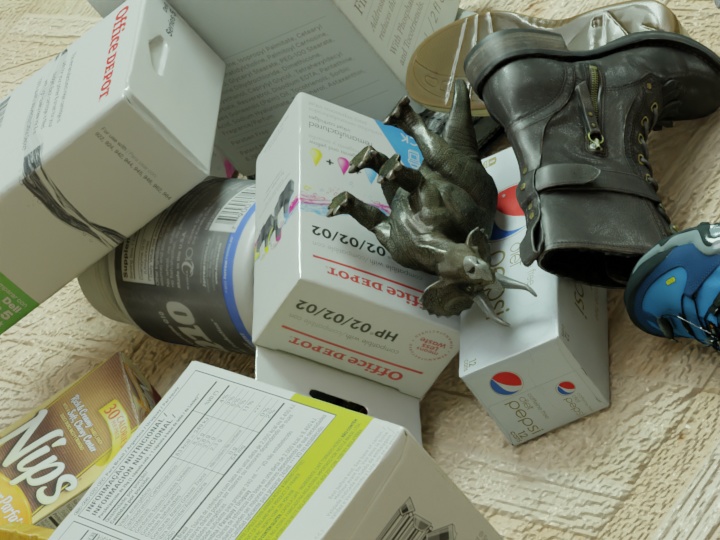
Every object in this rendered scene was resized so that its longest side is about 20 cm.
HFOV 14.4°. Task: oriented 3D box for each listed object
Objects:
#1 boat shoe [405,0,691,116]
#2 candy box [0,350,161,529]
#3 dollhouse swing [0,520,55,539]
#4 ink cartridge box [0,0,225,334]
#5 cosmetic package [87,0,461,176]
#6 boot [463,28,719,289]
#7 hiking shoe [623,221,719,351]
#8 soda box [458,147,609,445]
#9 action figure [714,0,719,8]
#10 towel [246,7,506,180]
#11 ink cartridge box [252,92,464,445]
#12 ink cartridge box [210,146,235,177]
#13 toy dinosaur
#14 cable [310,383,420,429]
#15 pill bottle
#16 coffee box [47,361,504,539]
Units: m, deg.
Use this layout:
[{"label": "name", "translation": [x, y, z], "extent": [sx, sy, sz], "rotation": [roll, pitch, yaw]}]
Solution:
[{"label": "boat shoe", "translation": [0.123, -0.126, 1.833], "extent": [0.199, 0.064, 0.072], "rotation": [-3, 67, 33]}, {"label": "candy box", "translation": [-0.212, 0.151, 1.837], "extent": [0.200, 0.055, 0.116], "rotation": [-35, 33, 8]}, {"label": "dollhouse swing", "translation": [-0.216, 0.257, 1.585], "extent": [0.175, 0.183, 0.200], "rotation": [-16, 14, -39]}, {"label": "ink cartridge box", "translation": [-0.189, -0.072, 1.863], "extent": [0.200, 0.084, 0.146], "rotation": [-35, 27, 24]}, {"label": "cosmetic package", "translation": [-0.056, -0.205, 1.947], "extent": [0.166, 0.200, 0.168], "rotation": [-18, 38, 35]}, {"label": "boot", "translation": [0.157, -0.057, 1.687], "extent": [0.069, 0.199, 0.175], "rotation": [-59, 41, 44]}, {"label": "hiking shoe", "translation": [0.215, 0.026, 1.542], "extent": [0.200, 0.074, 0.087], "rotation": [-1, 46, 45]}, {"label": "soda box", "translation": [0.104, 0.006, 1.693], "extent": [0.068, 0.064, 0.200], "rotation": [-24, 35, 22]}, {"label": "action figure", "translation": [0.315, -0.135, 1.537], "extent": [0.200, 0.193, 0.105], "rotation": [-40, 22, 53]}, {"label": "towel", "translation": [0.024, -0.104, 1.945], "extent": [0.193, 0.035, 0.200], "rotation": [-43, 32, -8]}, {"label": "ink cartridge box", "translation": [0.000, 0.000, 1.701], "extent": [0.068, 0.115, 0.200], "rotation": [-54, 26, 40]}, {"label": "ink cartridge box", "translation": [-0.139, -0.115, 2.047], "extent": [0.067, 0.117, 0.200], "rotation": [-8, 42, 44]}, {"label": "toy dinosaur", "translation": [0.044, -0.038, 1.675], "extent": [0.077, 0.102, 0.200], "rotation": [-40, 19, 24]}, {"label": "cable", "translation": [-0.026, 0.128, 1.686], "extent": [0.097, 0.050, 0.200], "rotation": [13, 54, 9]}, {"label": "pill bottle", "translation": [-0.092, -0.005, 1.860], "extent": [0.200, 0.114, 0.114], "rotation": [6, 52, 50]}, {"label": "coffee box", "translation": [-0.039, 0.196, 1.462], "extent": [0.197, 0.200, 0.200], "rotation": [13, 59, 52]}]
